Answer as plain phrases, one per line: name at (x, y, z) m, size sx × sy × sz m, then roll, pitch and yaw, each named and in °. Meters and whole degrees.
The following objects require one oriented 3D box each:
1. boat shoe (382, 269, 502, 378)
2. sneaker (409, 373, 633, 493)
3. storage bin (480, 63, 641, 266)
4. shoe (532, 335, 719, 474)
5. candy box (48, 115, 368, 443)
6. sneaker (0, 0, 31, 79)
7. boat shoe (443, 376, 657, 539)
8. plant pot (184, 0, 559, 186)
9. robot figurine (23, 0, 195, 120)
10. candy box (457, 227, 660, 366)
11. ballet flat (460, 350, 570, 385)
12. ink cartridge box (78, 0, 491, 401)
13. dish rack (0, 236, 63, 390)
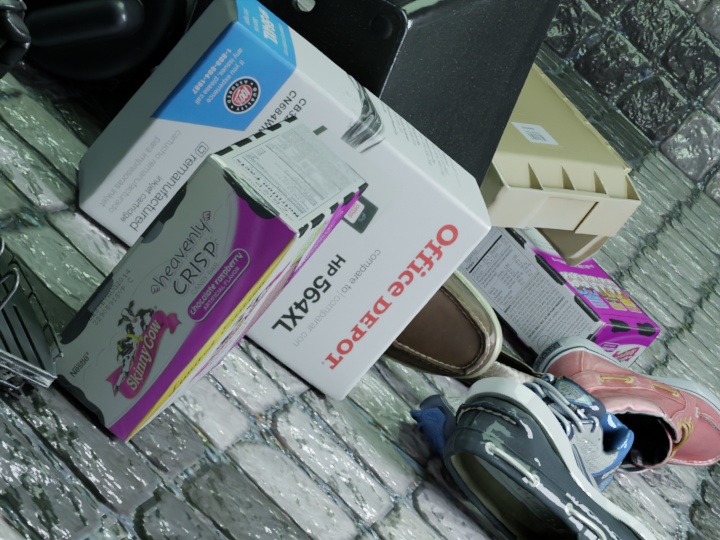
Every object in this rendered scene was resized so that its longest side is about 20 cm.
boat shoe at (-0.003, 0.005, 1.612) m, size 0.202 × 0.075 × 0.075 m, roll 32°, pitch 11°, yaw 12°
sneaker at (0.105, 0.098, 1.591) m, size 0.077 × 0.085 × 0.200 m, roll 50°, pitch 16°, yaw 32°
storage bin at (0.080, -0.095, 1.872) m, size 0.199 × 0.094 × 0.199 m, roll 4°, pitch 40°, yaw -53°
shoe at (0.218, 0.121, 1.895) m, size 0.199 × 0.072 × 0.091 m, roll 26°, pitch 21°, yaw -35°
candy box at (-0.073, -0.001, 1.274) m, size 0.061 × 0.137 × 0.200 m, roll 41°, pitch 14°, yaw 2°
sneaker at (-0.224, -0.145, 1.417) m, size 0.111 × 0.077 × 0.200 m, roll 39°, pitch 16°, yaw 12°
boat shoe at (0.116, 0.155, 1.505) m, size 0.200 × 0.075 × 0.060 m, roll 48°, pitch 49°, yaw -17°
plant pot at (-0.010, -0.151, 1.605) m, size 0.199 × 0.201 × 0.177 m, roll 31°, pitch 26°, yaw 15°
robot figurine at (-0.160, -0.187, 1.636) m, size 0.124 × 0.151 × 0.200 m, roll 30°, pitch 13°, yaw 4°
candy box at (0.132, -0.003, 2.009) m, size 0.200 × 0.061 × 0.136 m, roll 48°, pitch 16°, yaw 21°
ballet flat at (0.079, 0.054, 1.739) m, size 0.200 × 0.046 × 0.067 m, roll 37°, pitch 13°, yaw -23°
ink cartridge box at (-0.044, -0.044, 1.475) m, size 0.200 × 0.146 × 0.084 m, roll 37°, pitch 13°, yaw -18°
dish rack at (-0.211, -0.028, 1.143) m, size 0.200 × 0.055 × 0.154 m, roll 32°, pitch 17°, yaw -39°
